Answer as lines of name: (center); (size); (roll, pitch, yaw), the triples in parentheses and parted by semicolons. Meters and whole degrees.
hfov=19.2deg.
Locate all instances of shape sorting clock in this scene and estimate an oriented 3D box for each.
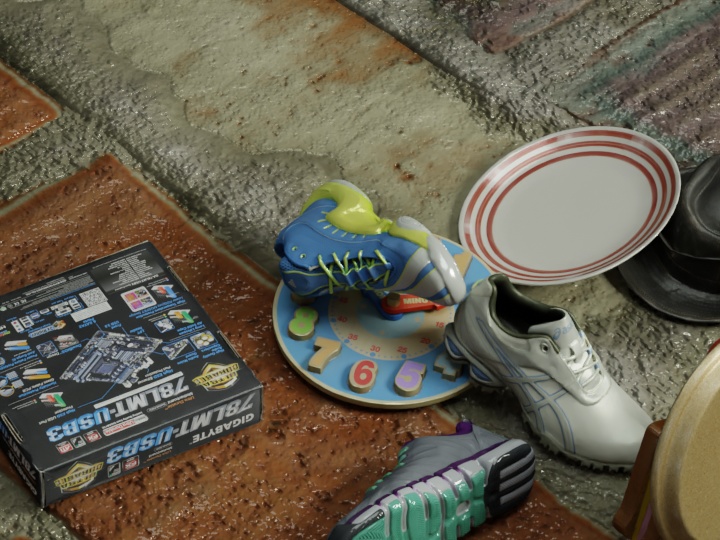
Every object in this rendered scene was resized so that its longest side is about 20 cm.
shape sorting clock: (0.026, 0.035, 1.781); (0.200, 0.039, 0.200); (1, 43, -1)

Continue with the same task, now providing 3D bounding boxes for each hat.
hat: (0.309, -0.047, 1.854); (0.200, 0.081, 0.201); (1, 43, -1)

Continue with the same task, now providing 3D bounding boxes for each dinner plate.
dinner plate: (0.184, -0.053, 1.863); (0.200, 0.024, 0.200); (-14, 42, 13)

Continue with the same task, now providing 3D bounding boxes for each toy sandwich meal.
toy sandwich meal: (0.263, 0.125, 1.589); (0.205, 0.205, 0.070); (-31, 39, -31)

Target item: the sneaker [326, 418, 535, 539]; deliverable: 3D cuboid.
sneaker: (0.038, 0.174, 1.625); (0.200, 0.075, 0.087); (-21, 33, -35)

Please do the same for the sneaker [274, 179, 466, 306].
sneaker: (0.000, 0.000, 1.747); (0.105, 0.076, 0.200); (-38, 36, -14)

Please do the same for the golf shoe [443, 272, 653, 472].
golf shoe: (0.158, 0.080, 1.687); (0.200, 0.097, 0.078); (34, 51, 12)

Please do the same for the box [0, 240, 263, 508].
box: (-0.210, 0.079, 1.715); (0.200, 0.050, 0.199); (-22, 49, -24)
